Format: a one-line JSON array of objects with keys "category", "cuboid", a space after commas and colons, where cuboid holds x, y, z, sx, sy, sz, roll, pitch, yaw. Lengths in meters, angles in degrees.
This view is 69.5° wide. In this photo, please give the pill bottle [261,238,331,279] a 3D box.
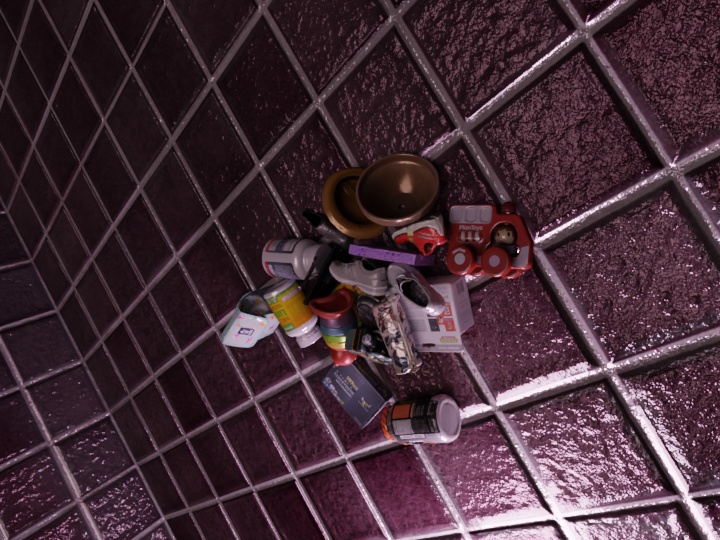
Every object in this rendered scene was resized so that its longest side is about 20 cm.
[{"category": "pill bottle", "cuboid": [-0.180, -0.034, 1.521, 0.199, 0.119, 0.121, 4, 108, 36]}]

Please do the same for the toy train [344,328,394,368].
[{"category": "toy train", "cuboid": [0.047, 0.209, 1.396, 0.113, 0.200, 0.086, -1, 68, 35]}]

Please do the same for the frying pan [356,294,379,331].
[{"category": "frying pan", "cuboid": [0.017, 0.134, 1.413, 0.115, 0.031, 0.190, 45, 144, 6]}]

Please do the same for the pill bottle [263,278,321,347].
[{"category": "pill bottle", "cuboid": [-0.200, 0.130, 1.588, 0.111, 0.111, 0.201, -22, 103, 40]}]

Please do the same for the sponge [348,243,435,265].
[{"category": "sponge", "cuboid": [0.079, -0.042, 1.323, 0.199, 0.111, 0.030, 12, 99, 34]}]

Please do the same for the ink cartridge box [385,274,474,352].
[{"category": "ink cartridge box", "cuboid": [0.176, 0.110, 1.319, 0.199, 0.084, 0.177, -5, 102, 39]}]

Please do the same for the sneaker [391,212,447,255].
[{"category": "sneaker", "cuboid": [0.141, -0.075, 1.251, 0.086, 0.077, 0.200, 68, 159, -2]}]

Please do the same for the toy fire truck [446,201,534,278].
[{"category": "toy fire truck", "cuboid": [0.287, -0.070, 1.168, 0.199, 0.112, 0.170, 3, 89, 36]}]

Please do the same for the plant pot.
[{"category": "plant pot", "cuboid": [0.095, -0.177, 1.251, 0.200, 0.201, 0.093, 27, 161, 27]}]

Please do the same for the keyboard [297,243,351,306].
[{"category": "keyboard", "cuboid": [-0.106, 0.010, 1.441, 0.021, 0.127, 0.201, 37, 102, 42]}]

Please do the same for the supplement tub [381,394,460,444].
[{"category": "supplement tub", "cuboid": [0.161, 0.406, 1.409, 0.199, 0.122, 0.123, -19, 93, 40]}]

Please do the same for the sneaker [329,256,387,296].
[{"category": "sneaker", "cuboid": [0.000, 0.000, 1.359, 0.199, 0.074, 0.083, 21, 108, 39]}]

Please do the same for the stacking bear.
[{"category": "stacking bear", "cuboid": [-0.057, 0.173, 1.441, 0.114, 0.121, 0.202, 37, 142, 53]}]

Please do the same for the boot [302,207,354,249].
[{"category": "boot", "cuboid": [-0.101, -0.132, 1.383, 0.068, 0.130, 0.200, -56, 32, 3]}]

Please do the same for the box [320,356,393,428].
[{"category": "box", "cuboid": [-0.015, 0.355, 1.572, 0.200, 0.051, 0.158, 46, 126, 16]}]

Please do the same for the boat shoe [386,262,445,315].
[{"category": "boat shoe", "cuboid": [0.116, 0.038, 1.242, 0.072, 0.068, 0.200, -52, 48, 15]}]

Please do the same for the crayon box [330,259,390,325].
[{"category": "crayon box", "cuboid": [-0.001, 0.075, 1.465, 0.127, 0.051, 0.200, 54, 129, 10]}]

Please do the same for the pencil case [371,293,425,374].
[{"category": "pencil case", "cuboid": [0.093, 0.157, 1.294, 0.089, 0.077, 0.202, -14, 97, 58]}]

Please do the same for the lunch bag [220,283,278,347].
[{"category": "lunch bag", "cuboid": [-0.340, 0.151, 1.654, 0.122, 0.199, 0.171, 48, 127, 13]}]

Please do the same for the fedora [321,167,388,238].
[{"category": "fedora", "cuboid": [-0.008, -0.167, 1.343, 0.201, 0.200, 0.082, 55, 164, 9]}]
